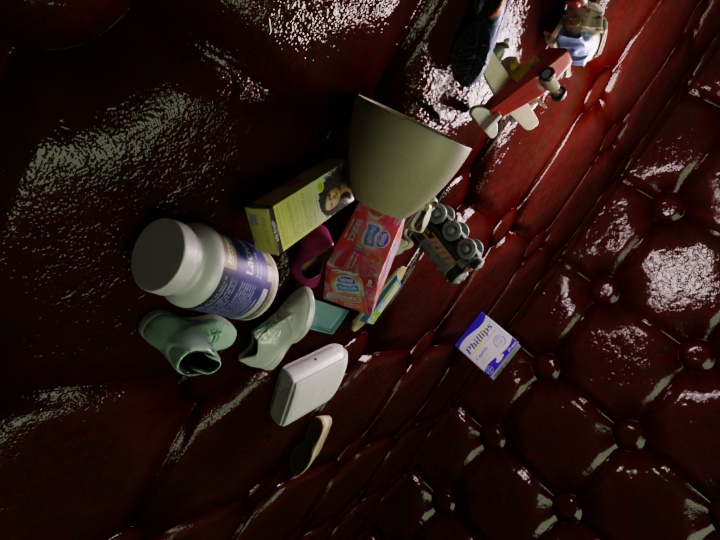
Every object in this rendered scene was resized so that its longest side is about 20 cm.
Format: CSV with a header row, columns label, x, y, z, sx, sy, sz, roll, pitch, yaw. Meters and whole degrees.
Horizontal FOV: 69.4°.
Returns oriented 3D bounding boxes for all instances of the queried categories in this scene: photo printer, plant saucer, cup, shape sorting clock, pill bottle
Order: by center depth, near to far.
label,x,y,z,sx,sy,sz,roll,pitch,yaw
pill bottle,-0.213,0.001,0.733,0.117,0.115,0.199,-53,153,6
cup,0.058,-0.170,0.829,0.199,0.199,0.146,-4,123,-54
plant saucer,-0.092,0.098,1.145,0.070,0.019,0.199,-53,152,5
photo printer,-0.117,0.271,1.261,0.198,0.069,0.169,-19,139,-45
shape sorting clock,0.044,0.068,1.265,0.201,0.039,0.200,-52,169,-14

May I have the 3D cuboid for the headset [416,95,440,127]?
label,x,y,z,sx,sy,sz,roll,pitch,yaw
headset,0.071,-0.221,0.969,0.200,0.095,0.123,-45,156,23

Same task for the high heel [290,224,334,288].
label,x,y,z,sx,sy,sz,roll,pitch,yaw
high heel,-0.081,-0.011,0.941,0.067,0.096,0.202,-39,150,-20

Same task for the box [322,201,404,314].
label,x,y,z,sx,sy,sz,roll,pitch,yaw
box,0.010,-0.031,0.968,0.097,0.098,0.202,101,11,-45

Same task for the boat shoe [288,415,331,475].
label,x,y,z,sx,sy,sz,roll,pitch,yaw
boat shoe,-0.142,0.513,1.520,0.064,0.071,0.202,7,117,-57

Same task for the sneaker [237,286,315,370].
label,x,y,z,sx,sy,sz,roll,pitch,yaw
sneaker,-0.164,0.113,1.000,0.088,0.075,0.202,18,113,-44

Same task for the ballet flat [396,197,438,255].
label,x,y,z,sx,sy,sz,roll,pitch,yaw
ballet flat,0.103,-0.088,1.162,0.202,0.063,0.067,-57,152,13

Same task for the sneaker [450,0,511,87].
label,x,y,z,sx,sy,sz,roll,pitch,yaw
sneaker,0.226,-0.426,0.926,0.078,0.075,0.203,-24,145,-46

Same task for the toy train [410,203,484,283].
label,x,y,z,sx,sy,sz,roll,pitch,yaw
toy train,0.195,-0.067,1.197,0.114,0.201,0.085,-44,162,23

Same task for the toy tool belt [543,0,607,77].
label,x,y,z,sx,sy,sz,roll,pitch,yaw
toy tool belt,0.462,-0.512,1.126,0.199,0.124,0.125,14,105,-60

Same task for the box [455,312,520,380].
label,x,y,z,sx,sy,sz,roll,pitch,yaw
box,0.523,0.311,2.143,0.185,0.199,0.105,-51,151,2

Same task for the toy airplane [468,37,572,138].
label,x,y,z,sx,sy,sz,roll,pitch,yaw
toy airplane,0.308,-0.376,1.070,0.194,0.144,0.201,-1,149,-6

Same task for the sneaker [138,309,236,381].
label,x,y,z,sx,sy,sz,roll,pitch,yaw
sneaker,-0.249,0.129,0.833,0.074,0.118,0.200,-54,154,7

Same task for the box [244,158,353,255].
label,x,y,z,sx,sy,sz,roll,pitch,yaw
box,-0.087,-0.104,0.801,0.200,0.049,0.077,-43,133,-42
